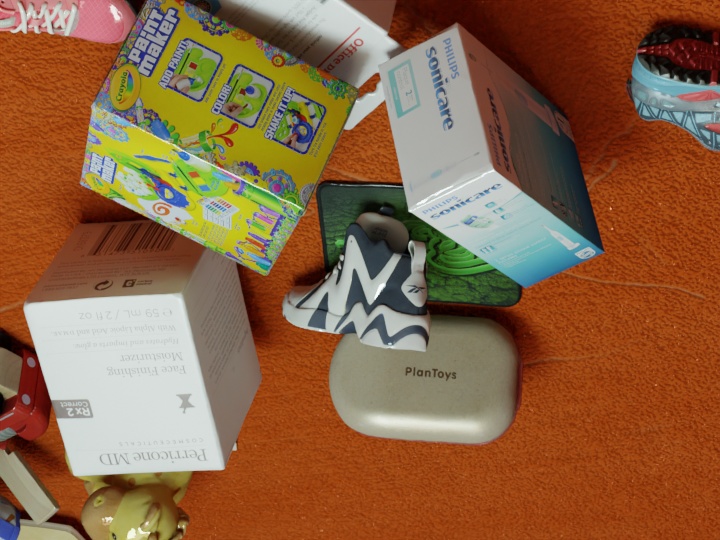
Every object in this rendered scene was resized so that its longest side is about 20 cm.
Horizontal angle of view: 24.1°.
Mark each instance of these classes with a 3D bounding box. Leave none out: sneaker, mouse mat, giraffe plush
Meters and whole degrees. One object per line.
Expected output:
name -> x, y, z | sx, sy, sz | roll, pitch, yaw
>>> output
sneaker -> 0.324, -0.143, 1.432 | 0.199, 0.080, 0.096 | 19, 147, 5
mouse mat -> 0.059, -0.024, 1.651 | 0.198, 0.008, 0.162 | 2, 136, 9
sneaker -> -0.291, -0.228, 1.451 | 0.199, 0.087, 0.074 | 19, 138, -8
giraffe plush -> -0.250, 0.257, 1.896 | 0.198, 0.163, 0.173 | -6, 134, 18
sneaker -> 0.000, 0.000, 1.638 | 0.079, 0.131, 0.199 | 8, -177, -32

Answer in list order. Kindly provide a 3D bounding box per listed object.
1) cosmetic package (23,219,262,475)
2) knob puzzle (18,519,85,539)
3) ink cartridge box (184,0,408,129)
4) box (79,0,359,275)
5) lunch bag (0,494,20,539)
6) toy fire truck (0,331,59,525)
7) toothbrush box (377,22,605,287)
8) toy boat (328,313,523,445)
cosmetic package -> -0.208, 0.073, 1.658 | 0.163, 0.165, 0.201 | -4, 118, 14
knob puzzle -> -0.408, 0.364, 2.139 | 0.218, 0.031, 0.221 | 7, 137, 6
ink cartridge box -> -0.051, -0.220, 1.423 | 0.199, 0.067, 0.116 | 33, 133, -22
box -> -0.126, -0.112, 1.444 | 0.192, 0.123, 0.200 | 26, 161, -5
lunch bag -> -0.502, 0.277, 1.959 | 0.170, 0.125, 0.199 | 34, 157, -26
toy fire truck -> -0.400, 0.183, 1.895 | 0.175, 0.129, 0.200 | -26, 137, 33
toothbrush box -> 0.111, -0.092, 1.415 | 0.085, 0.147, 0.200 | -25, 150, 24
toy boat -> 0.068, 0.116, 1.732 | 0.198, 0.132, 0.131 | 4, 166, 8
